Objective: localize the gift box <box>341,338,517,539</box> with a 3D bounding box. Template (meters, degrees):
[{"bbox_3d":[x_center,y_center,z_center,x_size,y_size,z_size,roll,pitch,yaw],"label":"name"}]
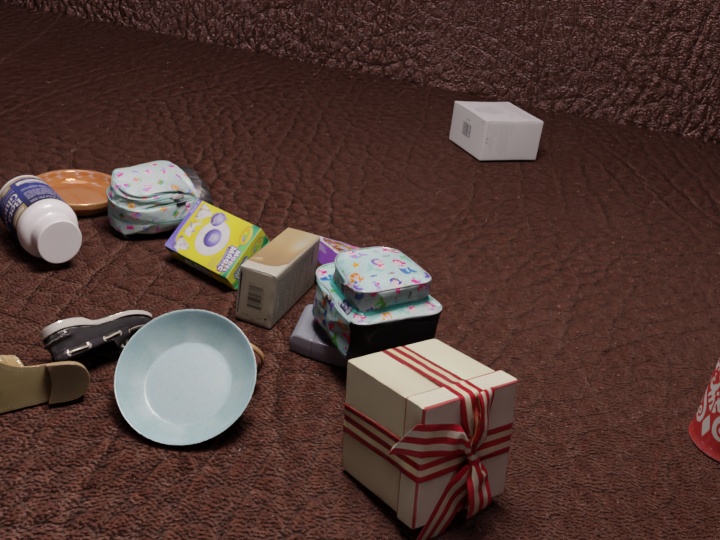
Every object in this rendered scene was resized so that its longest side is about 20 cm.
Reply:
[{"bbox_3d":[0.081,0.214,1.099,0.197,0.188,0.185,-16,25,-34],"label":"gift box"}]

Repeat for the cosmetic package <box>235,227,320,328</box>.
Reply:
[{"bbox_3d":[-0.144,0.009,1.531,0.070,0.107,0.200,16,25,14],"label":"cosmetic package"}]

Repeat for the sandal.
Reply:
[{"bbox_3d":[-0.486,0.152,1.191,0.208,0.079,0.069,1,5,-28],"label":"sandal"}]

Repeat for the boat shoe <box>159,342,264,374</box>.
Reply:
[{"bbox_3d":[-0.244,0.138,1.280,0.195,0.072,0.071,5,29,9],"label":"boat shoe"}]

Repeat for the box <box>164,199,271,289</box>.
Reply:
[{"bbox_3d":[-0.259,-0.046,1.606,0.198,0.049,0.118,25,71,29],"label":"box"}]

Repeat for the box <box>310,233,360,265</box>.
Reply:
[{"bbox_3d":[0.000,0.000,1.618,0.135,0.040,0.199,15,16,-42],"label":"box"}]

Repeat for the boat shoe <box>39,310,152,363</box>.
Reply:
[{"bbox_3d":[-0.390,0.103,1.309,0.199,0.073,0.061,-4,65,-60],"label":"boat shoe"}]

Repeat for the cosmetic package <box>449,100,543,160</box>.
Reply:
[{"bbox_3d":[0.397,-0.413,2.546,0.196,0.125,0.200,-4,28,-22],"label":"cosmetic package"}]

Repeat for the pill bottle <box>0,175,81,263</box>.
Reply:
[{"bbox_3d":[-0.588,-0.091,1.591,0.110,0.113,0.199,-12,32,-36],"label":"pill bottle"}]

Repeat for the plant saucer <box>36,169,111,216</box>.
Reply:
[{"bbox_3d":[-0.599,-0.162,1.822,0.196,0.038,0.201,8,26,-4],"label":"plant saucer"}]

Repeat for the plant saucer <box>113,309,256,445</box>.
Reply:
[{"bbox_3d":[-0.242,0.153,1.208,0.196,0.039,0.205,1,61,-1],"label":"plant saucer"}]

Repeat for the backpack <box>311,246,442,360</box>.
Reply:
[{"bbox_3d":[0.016,0.047,1.382,0.174,0.154,0.200,-8,25,-27],"label":"backpack"}]

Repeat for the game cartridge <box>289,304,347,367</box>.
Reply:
[{"bbox_3d":[-0.013,0.114,1.434,0.196,0.042,0.133,11,21,5],"label":"game cartridge"}]

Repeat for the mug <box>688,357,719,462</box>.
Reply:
[{"bbox_3d":[0.591,0.188,1.273,0.130,0.204,0.178,3,25,-13],"label":"mug"}]

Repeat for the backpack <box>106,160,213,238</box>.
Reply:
[{"bbox_3d":[-0.414,-0.144,1.739,0.197,0.129,0.166,-14,36,-33],"label":"backpack"}]
